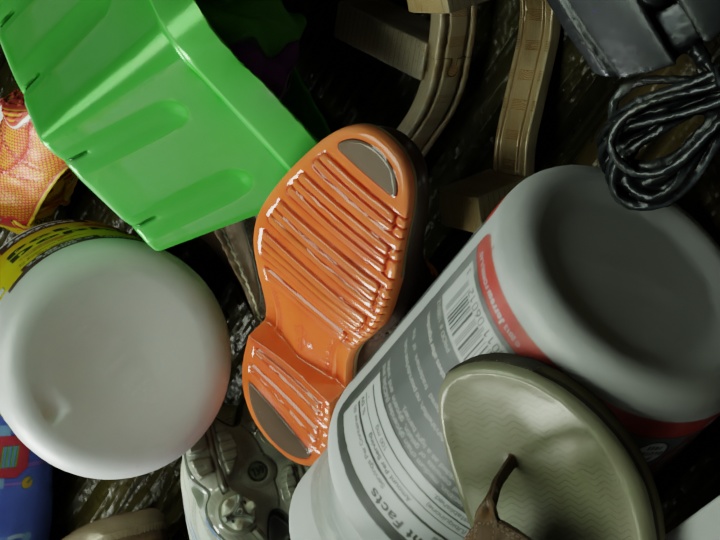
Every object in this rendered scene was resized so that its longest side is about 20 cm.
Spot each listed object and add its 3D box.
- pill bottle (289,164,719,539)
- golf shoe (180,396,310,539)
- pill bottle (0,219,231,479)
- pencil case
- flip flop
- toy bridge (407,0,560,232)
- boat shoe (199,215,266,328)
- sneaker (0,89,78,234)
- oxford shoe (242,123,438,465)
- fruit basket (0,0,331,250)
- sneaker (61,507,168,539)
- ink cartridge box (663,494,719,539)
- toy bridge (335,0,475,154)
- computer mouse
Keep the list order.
[{"bbox_3d":[0.057,0.060,0.949,0.200,0.116,0.116,-51,57,41],"label":"pill bottle"},{"bbox_3d":[-0.037,0.162,1.131,0.097,0.078,0.200,135,123,-68],"label":"golf shoe"},{"bbox_3d":[-0.131,0.032,1.141,0.200,0.109,0.109,-163,69,-75],"label":"pill bottle"},{"bbox_3d":[-0.202,0.084,1.296,0.087,0.078,0.200,-132,47,-63],"label":"pencil case"},{"bbox_3d":[0.065,0.128,0.849,0.081,0.058,0.200,-5,94,38],"label":"flip flop"},{"bbox_3d":[0.049,-0.120,0.966,0.027,0.067,0.200,10,115,50],"label":"toy bridge"},{"bbox_3d":[-0.084,-0.048,1.120,0.075,0.075,0.202,77,171,-60],"label":"boat shoe"},{"bbox_3d":[-0.167,-0.062,1.254,0.200,0.073,0.077,-17,104,54],"label":"sneaker"},{"bbox_3d":[0.000,0.000,1.011,0.071,0.073,0.200,44,145,18],"label":"oxford shoe"},{"bbox_3d":[-0.059,-0.140,1.010,0.215,0.156,0.216,-17,52,23],"label":"fruit basket"},{"bbox_3d":[-0.137,0.194,1.244,0.076,0.070,0.200,63,146,21],"label":"sneaker"},{"bbox_3d":[0.161,0.191,0.868,0.146,0.086,0.200,-46,62,43],"label":"ink cartridge box"},{"bbox_3d":[0.018,-0.099,1.030,0.067,0.027,0.200,30,119,44],"label":"toy bridge"},{"bbox_3d":[0.106,-0.137,0.891,0.138,0.053,0.200,-36,63,27],"label":"computer mouse"}]
